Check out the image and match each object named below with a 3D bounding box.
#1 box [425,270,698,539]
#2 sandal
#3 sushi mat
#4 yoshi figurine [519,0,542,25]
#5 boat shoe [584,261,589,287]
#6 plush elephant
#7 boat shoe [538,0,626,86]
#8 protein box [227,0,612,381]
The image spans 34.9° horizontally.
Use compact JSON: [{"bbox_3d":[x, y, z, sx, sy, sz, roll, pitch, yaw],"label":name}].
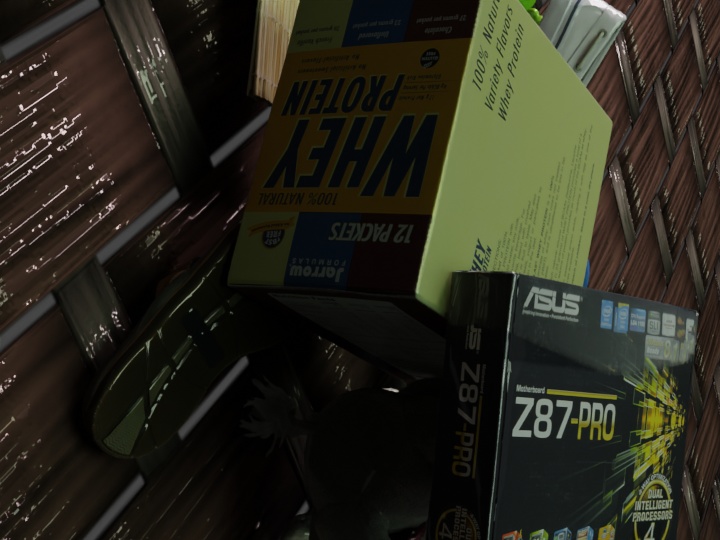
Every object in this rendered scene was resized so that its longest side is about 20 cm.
[{"bbox_3d":[0.121,0.092,0.658,0.199,0.049,0.163,11,82,-45],"label":"box"},{"bbox_3d":[-0.097,0.032,0.690,0.200,0.054,0.082,-48,130,-31],"label":"sandal"},{"bbox_3d":[-0.037,-0.199,0.776,0.095,0.012,0.203,19,73,-56],"label":"sushi mat"},{"bbox_3d":[0.102,-0.210,0.990,0.113,0.111,0.201,57,39,-30],"label":"yoshi figurine"},{"bbox_3d":[0.114,-0.002,1.018,0.199,0.068,0.085,21,83,-33],"label":"boat shoe"},{"bbox_3d":[0.022,0.151,0.774,0.166,0.199,0.155,-57,152,-11],"label":"plush elephant"},{"bbox_3d":[0.149,-0.125,0.922,0.202,0.066,0.074,-69,167,21],"label":"boat shoe"},{"bbox_3d":[0.047,-0.047,0.722,0.200,0.134,0.201,33,66,-51],"label":"protein box"}]
